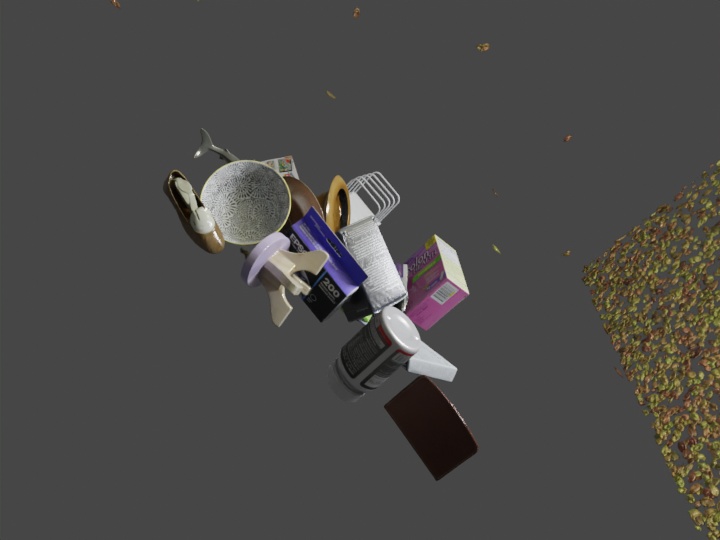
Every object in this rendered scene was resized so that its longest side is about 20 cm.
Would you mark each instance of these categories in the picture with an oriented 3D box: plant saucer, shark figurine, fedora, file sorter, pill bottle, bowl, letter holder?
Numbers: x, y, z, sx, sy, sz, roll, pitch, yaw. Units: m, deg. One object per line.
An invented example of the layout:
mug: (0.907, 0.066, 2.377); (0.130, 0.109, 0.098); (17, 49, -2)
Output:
plant saucer: (-0.163, -0.113, 1.492); (0.036, 0.201, 0.202); (-28, 77, -43)
shark figurine: (-0.295, -0.253, 1.559); (0.216, 0.089, 0.128); (53, 41, 1)
fedora: (-0.082, -0.140, 1.624); (0.200, 0.080, 0.207); (1, 90, -76)
file sorter: (0.018, -0.211, 1.985); (0.139, 0.124, 0.200); (49, 26, 4)
pill bottle: (0.023, 0.180, 1.356); (0.113, 0.200, 0.115); (35, 27, -22)
bowl: (-0.251, -0.132, 1.435); (0.203, 0.198, 0.095); (55, -16, 15)
letter holder: (0.175, 0.334, 1.452); (0.202, 0.142, 0.100); (52, 26, 10)

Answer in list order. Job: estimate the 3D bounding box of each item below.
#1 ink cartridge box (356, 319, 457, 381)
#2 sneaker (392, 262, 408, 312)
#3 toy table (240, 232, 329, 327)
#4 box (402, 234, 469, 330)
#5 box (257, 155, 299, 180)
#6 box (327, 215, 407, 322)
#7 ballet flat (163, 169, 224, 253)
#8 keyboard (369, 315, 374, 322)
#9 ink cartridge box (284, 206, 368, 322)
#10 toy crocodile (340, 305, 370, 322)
ink cartridge box: (0.103, 0.192, 1.546); (0.197, 0.041, 0.199); (20, 8, -31)
sneaker: (0.081, 0.058, 1.757); (0.085, 0.077, 0.203); (12, 40, -7)
toy table: (-0.162, 0.009, 1.348); (0.116, 0.186, 0.200); (37, 13, 6)
box: (0.204, 0.034, 1.878); (0.096, 0.176, 0.202); (32, 29, -28)
box: (-0.205, -0.208, 1.650); (0.107, 0.035, 0.203); (-12, 52, -10)
box: (0.000, 0.000, 1.480); (0.103, 0.147, 0.204); (-24, 91, -28)
ballet flat: (-0.345, -0.128, 1.334); (0.067, 0.073, 0.202); (-26, 73, -27)
keyboard: (0.055, 0.106, 1.723); (0.126, 0.021, 0.203); (22, 37, -44)
ink cartridge box: (-0.098, -0.007, 1.432); (0.199, 0.200, 0.043); (50, 48, 5)
toy crocodile: (-0.051, 0.057, 1.561); (0.198, 0.062, 0.069); (33, 70, -15)
